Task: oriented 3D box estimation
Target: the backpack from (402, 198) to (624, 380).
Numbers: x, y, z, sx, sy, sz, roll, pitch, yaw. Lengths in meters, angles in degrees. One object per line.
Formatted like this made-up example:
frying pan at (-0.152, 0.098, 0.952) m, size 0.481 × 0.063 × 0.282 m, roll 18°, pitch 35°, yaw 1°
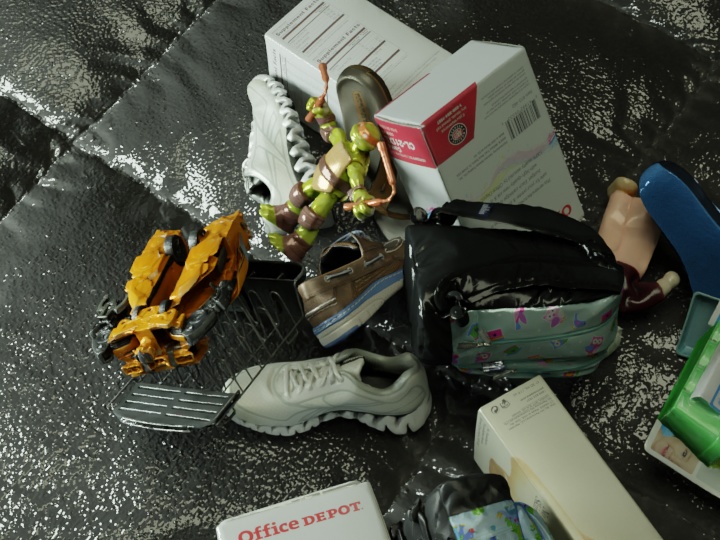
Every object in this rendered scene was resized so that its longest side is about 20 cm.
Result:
backpack at (0.142, 0.024, 1.433) m, size 0.197 × 0.128 × 0.168 m, roll 0°, pitch 42°, yaw -6°

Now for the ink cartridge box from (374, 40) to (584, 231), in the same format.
ink cartridge box at (0.119, -0.101, 1.530) m, size 0.145 × 0.201 × 0.082 m, roll -38°, pitch 32°, yaw -24°

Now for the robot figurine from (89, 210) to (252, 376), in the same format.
robot figurine at (-0.169, 0.025, 1.439) m, size 0.144 × 0.059 × 0.201 m, roll -12°, pitch 34°, yaw 22°

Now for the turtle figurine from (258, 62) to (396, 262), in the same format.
turtle figurine at (-0.031, -0.096, 1.516) m, size 0.161 × 0.064 × 0.201 m, roll -47°, pitch 49°, yaw 23°

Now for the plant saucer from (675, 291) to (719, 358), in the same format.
plant saucer at (0.410, 0.079, 1.501) m, size 0.198 × 0.071 × 0.019 m, roll 18°, pitch 24°, yaw 11°

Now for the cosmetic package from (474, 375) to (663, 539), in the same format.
cosmetic package at (0.184, 0.206, 1.387) m, size 0.071 × 0.106 × 0.201 m, roll -26°, pitch 59°, yaw -15°

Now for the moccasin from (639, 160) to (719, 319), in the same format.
moccasin at (0.351, -0.026, 1.531) m, size 0.201 × 0.080 × 0.068 m, roll 61°, pitch 30°, yaw -6°

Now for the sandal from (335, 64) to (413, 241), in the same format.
sandal at (0.016, -0.105, 1.557) m, size 0.081 × 0.202 × 0.054 m, roll 1°, pitch 26°, yaw 42°

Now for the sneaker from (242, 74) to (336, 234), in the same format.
sneaker at (-0.091, -0.122, 1.627) m, size 0.080 × 0.075 × 0.201 m, roll -20°, pitch 58°, yaw -3°

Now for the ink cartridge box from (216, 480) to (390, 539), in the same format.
ink cartridge box at (-0.030, 0.301, 1.332) m, size 0.144 × 0.084 × 0.201 m, roll -14°, pitch 57°, yaw -10°

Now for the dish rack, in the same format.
dish rack at (-0.145, 0.070, 1.460) m, size 0.152 × 0.055 × 0.200 m, roll 1°, pitch 39°, yaw 37°

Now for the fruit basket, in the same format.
fruit basket at (0.385, 0.142, 1.436) m, size 0.199 × 0.094 × 0.186 m, roll 30°, pitch 67°, yaw 10°

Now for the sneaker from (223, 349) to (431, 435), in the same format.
sneaker at (-0.032, 0.106, 1.458) m, size 0.197 × 0.081 × 0.076 m, roll -2°, pitch 58°, yaw 0°

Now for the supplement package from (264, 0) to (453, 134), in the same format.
supplement package at (0.008, -0.198, 1.649) m, size 0.199 × 0.114 × 0.110 m, roll 36°, pitch 64°, yaw 21°

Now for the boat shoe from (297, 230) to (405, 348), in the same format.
boat shoe at (0.000, 0.000, 1.492) m, size 0.073 × 0.072 × 0.200 m, roll 57°, pitch 27°, yaw -7°

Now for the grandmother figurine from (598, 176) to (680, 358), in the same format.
grandmother figurine at (0.258, 0.003, 1.554) m, size 0.120 × 0.061 × 0.201 m, roll 11°, pitch 58°, yaw 27°

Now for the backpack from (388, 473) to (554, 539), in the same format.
backpack at (0.117, 0.289, 1.305) m, size 0.152 × 0.164 × 0.202 m, roll -1°, pitch 61°, yaw -19°
